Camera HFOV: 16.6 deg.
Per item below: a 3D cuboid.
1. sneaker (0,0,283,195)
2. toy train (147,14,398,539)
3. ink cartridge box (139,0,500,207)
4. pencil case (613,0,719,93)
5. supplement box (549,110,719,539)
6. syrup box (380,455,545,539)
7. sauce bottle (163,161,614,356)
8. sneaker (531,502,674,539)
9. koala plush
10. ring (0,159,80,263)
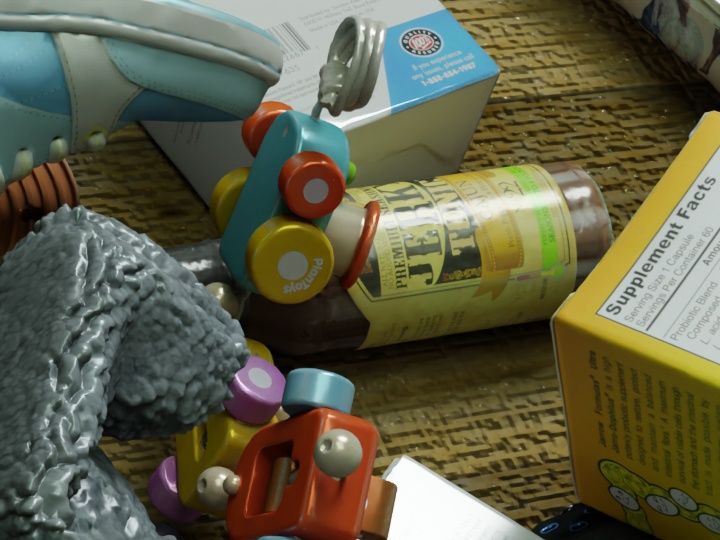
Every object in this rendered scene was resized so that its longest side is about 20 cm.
[{"bbox_3d":[-0.126,-0.035,0.796,0.200,0.080,0.131,6,93,-21],"label":"sneaker"},{"bbox_3d":[-0.012,0.022,0.839,0.056,0.150,0.200,19,65,-23],"label":"toy train"},{"bbox_3d":[-0.051,-0.112,1.035,0.116,0.067,0.200,-23,61,-32],"label":"ink cartridge box"},{"bbox_3d":[0.158,-0.128,1.108,0.200,0.078,0.089,45,31,21],"label":"pencil case"},{"bbox_3d":[0.178,0.047,0.817,0.200,0.110,0.109,24,57,27],"label":"supplement box"},{"bbox_3d":[0.068,0.157,0.827,0.200,0.081,0.079,30,47,12],"label":"syrup box"},{"bbox_3d":[0.000,0.000,0.956,0.200,0.065,0.065,-10,54,-22],"label":"sauce bottle"},{"bbox_3d":[0.102,0.075,0.919,0.112,0.073,0.200,-11,45,-11],"label":"sneaker"},{"bbox_3d":[-0.084,0.123,0.713,0.200,0.177,0.184,45,34,-39],"label":"koala plush"},{"bbox_3d":[-0.195,-0.005,0.844,0.200,0.019,0.200,-1,38,1],"label":"ring"}]
